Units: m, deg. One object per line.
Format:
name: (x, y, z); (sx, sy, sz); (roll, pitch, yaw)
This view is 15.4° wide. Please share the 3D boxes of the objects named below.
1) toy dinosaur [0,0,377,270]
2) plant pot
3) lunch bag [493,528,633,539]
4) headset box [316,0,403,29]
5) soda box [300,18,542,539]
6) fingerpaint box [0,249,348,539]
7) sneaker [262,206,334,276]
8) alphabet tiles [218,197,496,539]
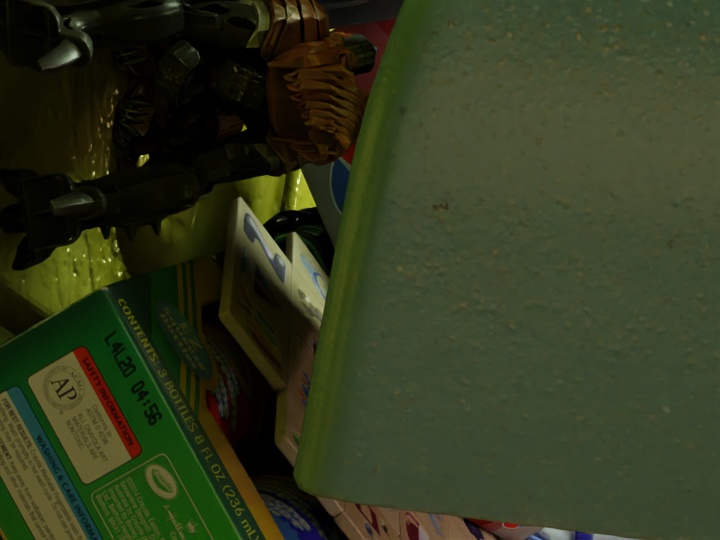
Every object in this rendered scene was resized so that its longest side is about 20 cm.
toy dinosaur: (-0.051, -0.065, 0.871); (0.200, 0.135, 0.103); (155, -76, -69)
plant pot: (0.095, -0.043, 0.828); (0.196, 0.194, 0.201); (-66, 162, -74)
lunch bag: (0.121, 0.051, 1.088); (0.076, 0.159, 0.201); (91, 1, -56)
headset box: (-0.012, -0.151, 0.943); (0.200, 0.148, 0.075); (41, 45, -63)
soda box: (0.034, -0.002, 1.014); (0.070, 0.063, 0.201); (35, 27, -60)
fingerpaint box: (-0.037, 0.099, 0.868); (0.201, 0.073, 0.167); (61, 13, 2)
sneaker: (0.000, 0.000, 1.096); (0.080, 0.075, 0.200); (65, 25, -25)
alphabet tiles: (0.011, 0.070, 0.931); (0.200, 0.006, 0.167); (54, 13, -20)
